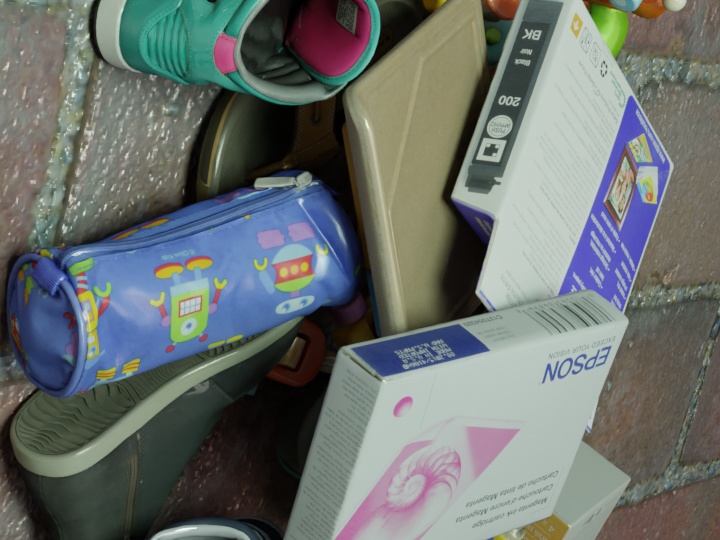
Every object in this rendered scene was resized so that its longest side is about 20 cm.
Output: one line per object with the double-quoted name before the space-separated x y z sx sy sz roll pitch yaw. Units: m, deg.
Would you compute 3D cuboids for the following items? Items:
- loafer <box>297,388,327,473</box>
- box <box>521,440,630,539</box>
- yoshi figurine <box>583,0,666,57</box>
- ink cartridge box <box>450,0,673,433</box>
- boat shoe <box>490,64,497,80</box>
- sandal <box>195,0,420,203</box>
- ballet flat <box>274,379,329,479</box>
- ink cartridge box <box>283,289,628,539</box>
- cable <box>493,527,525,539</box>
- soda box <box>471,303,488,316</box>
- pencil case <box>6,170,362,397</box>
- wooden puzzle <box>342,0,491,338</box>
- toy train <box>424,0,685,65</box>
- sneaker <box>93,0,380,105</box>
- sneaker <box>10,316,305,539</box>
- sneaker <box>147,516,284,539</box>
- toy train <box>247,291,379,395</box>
"loafer" 0.015 0.141 1.164 0.075 0.070 0.200 -40 139 -26
"box" 0.077 0.195 1.307 0.097 0.124 0.200 -24 146 -54
"yoshi figurine" 0.151 -0.108 1.300 0.200 0.112 0.112 -66 157 1
"ink cartridge box" 0.119 -0.032 1.132 0.198 0.043 0.200 49 54 -51
"boat shoe" 0.063 -0.050 1.243 0.071 0.064 0.201 -13 120 -53
"sandal" -0.022 -0.094 1.094 0.200 0.055 0.082 -41 140 -31
"ballet flat" 0.014 0.080 1.245 0.200 0.067 0.064 -23 150 -55
"ink cartridge box" 0.046 0.116 1.043 0.196 0.043 0.200 -12 128 -42
"cable" 0.038 0.186 1.240 0.050 0.097 0.200 -17 148 -52
"soda box" 0.091 0.047 1.235 0.064 0.068 0.200 -43 -177 17
"pencil case" -0.090 0.002 0.997 0.200 0.078 0.087 -19 128 -35
"wooden puzzle" 0.037 -0.049 1.066 0.200 0.037 0.185 -52 139 -54
"toy train" 0.130 -0.183 1.184 0.150 0.056 0.200 45 67 -12
"sneaker" -0.030 -0.151 0.984 0.200 0.121 0.084 -40 140 -37
"sneaker" -0.110 0.080 1.070 0.200 0.075 0.106 -34 141 -29
"sneaker" -0.129 0.202 1.039 0.200 0.070 0.109 -36 171 -4
"toy train" 0.000 0.000 1.152 0.150 0.056 0.200 32 79 -38
